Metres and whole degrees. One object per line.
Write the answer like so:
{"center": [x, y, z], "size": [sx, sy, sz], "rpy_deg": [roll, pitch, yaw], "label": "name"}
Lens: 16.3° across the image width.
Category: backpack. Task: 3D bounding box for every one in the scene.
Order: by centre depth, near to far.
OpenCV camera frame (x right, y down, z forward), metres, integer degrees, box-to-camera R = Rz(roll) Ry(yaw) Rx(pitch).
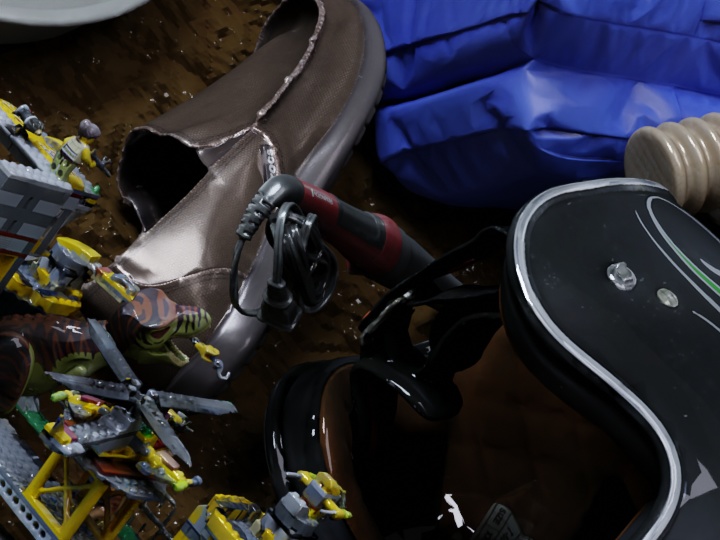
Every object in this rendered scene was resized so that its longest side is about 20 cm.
{"center": [0.097, -0.108, 1.025], "size": [0.200, 0.162, 0.168], "rpy_deg": [-2, 90, -38], "label": "backpack"}

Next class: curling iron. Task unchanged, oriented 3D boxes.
{"center": [0.000, 0.000, 0.903], "size": [0.026, 0.050, 0.200], "rpy_deg": [19, 2, 20], "label": "curling iron"}

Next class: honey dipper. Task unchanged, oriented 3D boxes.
{"center": [0.194, -0.055, 0.981], "size": [0.200, 0.038, 0.038], "rpy_deg": [-13, 68, -26], "label": "honey dipper"}

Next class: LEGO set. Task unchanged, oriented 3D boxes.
{"center": [-0.081, 0.020, 0.764], "size": [0.154, 0.116, 0.200], "rpy_deg": [20, 22, -48], "label": "LEGO set"}

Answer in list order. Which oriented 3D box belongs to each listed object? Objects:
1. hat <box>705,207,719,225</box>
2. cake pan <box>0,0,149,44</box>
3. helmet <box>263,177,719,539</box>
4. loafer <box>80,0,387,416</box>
{"center": [0.237, -0.029, 1.052], "size": [0.200, 0.081, 0.201], "rpy_deg": [24, 14, -6], "label": "hat"}
{"center": [-0.155, -0.167, 0.958], "size": [0.200, 0.037, 0.200], "rpy_deg": [20, 49, -25], "label": "cake pan"}
{"center": [0.078, 0.084, 0.847], "size": [0.200, 0.200, 0.191], "rpy_deg": [-11, 70, -41], "label": "helmet"}
{"center": [-0.047, -0.041, 0.921], "size": [0.071, 0.073, 0.200], "rpy_deg": [34, 45, -14], "label": "loafer"}
